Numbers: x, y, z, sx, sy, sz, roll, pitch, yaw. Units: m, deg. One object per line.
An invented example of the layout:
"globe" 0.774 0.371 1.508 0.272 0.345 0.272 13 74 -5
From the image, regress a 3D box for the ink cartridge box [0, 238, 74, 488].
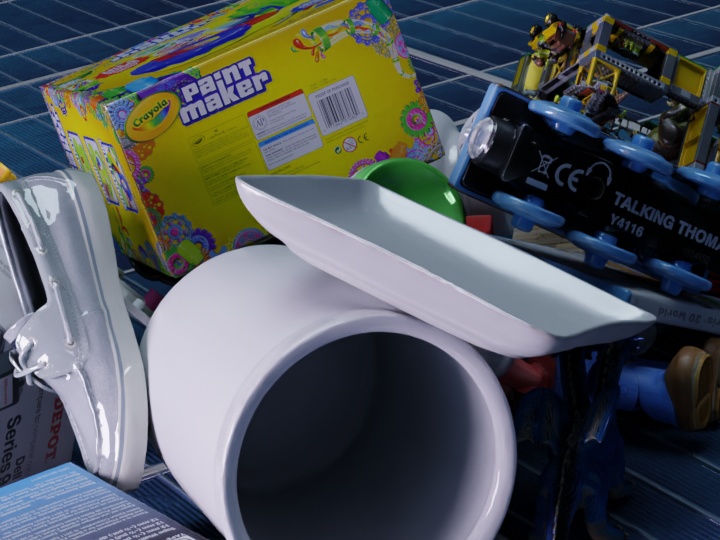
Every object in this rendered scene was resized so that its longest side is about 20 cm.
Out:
"ink cartridge box" -0.265 0.077 1.582 0.084 0.147 0.199 37 43 29

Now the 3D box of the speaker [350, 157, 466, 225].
"speaker" 0.000 0.000 1.640 0.088 0.089 0.200 -16 -14 -23

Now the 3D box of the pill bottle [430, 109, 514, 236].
"pill bottle" 0.017 -0.062 1.943 0.199 0.113 0.112 -1 20 16

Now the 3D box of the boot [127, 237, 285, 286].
"boot" -0.070 -0.023 1.804 0.131 0.070 0.200 -25 12 -33

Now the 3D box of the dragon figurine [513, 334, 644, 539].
"dragon figurine" 0.119 0.098 1.460 0.058 0.100 0.200 -1 25 19

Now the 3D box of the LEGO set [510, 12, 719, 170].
"LEGO set" 0.183 -0.073 1.728 0.199 0.116 0.154 28 -26 -24

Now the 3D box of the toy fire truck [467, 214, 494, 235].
"toy fire truck" 0.010 0.018 1.812 0.140 0.049 0.200 -2 20 19

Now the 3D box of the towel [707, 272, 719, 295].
"towel" 0.235 -0.011 1.764 0.144 0.023 0.200 13 10 -24

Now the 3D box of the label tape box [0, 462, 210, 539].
"label tape box" -0.164 0.178 1.405 0.143 0.067 0.200 -20 25 -31

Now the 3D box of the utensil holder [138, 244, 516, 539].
"utensil holder" -0.026 0.082 1.467 0.169 0.171 0.200 -14 18 -16

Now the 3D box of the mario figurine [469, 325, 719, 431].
"mario figurine" 0.122 0.042 1.597 0.199 0.124 0.107 6 61 19

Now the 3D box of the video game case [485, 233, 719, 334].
"video game case" 0.188 0.016 1.652 0.199 0.018 0.143 11 8 -40

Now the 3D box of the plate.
"plate" 0.046 0.001 1.429 0.199 0.032 0.200 27 11 19

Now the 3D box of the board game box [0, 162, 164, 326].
"board game box" -0.158 0.007 1.722 0.026 0.200 0.200 -52 28 -4

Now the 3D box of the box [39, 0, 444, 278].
"box" -0.082 -0.099 1.728 0.199 0.123 0.192 -25 14 -16

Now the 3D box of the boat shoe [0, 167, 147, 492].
"boat shoe" -0.175 0.037 1.526 0.071 0.202 0.070 -5 -22 -24

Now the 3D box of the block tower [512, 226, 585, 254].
"block tower" 0.127 0.019 1.756 0.057 0.054 0.200 -5 20 10

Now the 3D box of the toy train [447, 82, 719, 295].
"toy train" 0.144 -0.047 1.585 0.199 0.087 0.114 22 1 -20
